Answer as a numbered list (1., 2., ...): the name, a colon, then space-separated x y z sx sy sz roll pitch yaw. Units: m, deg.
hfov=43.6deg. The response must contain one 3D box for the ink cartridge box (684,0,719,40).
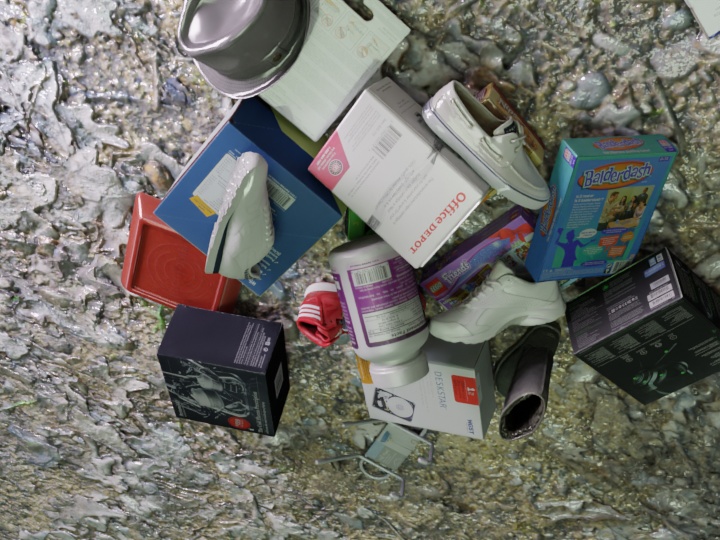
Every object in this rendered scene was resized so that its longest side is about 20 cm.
1. ink cartridge box: 0.418 -0.388 0.973 0.197 0.047 0.200 -28 116 29

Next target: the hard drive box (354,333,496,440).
1. hard drive box: 0.104 0.170 1.422 0.198 0.077 0.157 6 130 25

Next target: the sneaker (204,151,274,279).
1. sneaker: -0.145 -0.069 1.177 0.080 0.077 0.201 16 133 -11

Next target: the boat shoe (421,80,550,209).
1. boat shoe: 0.171 -0.159 1.124 0.200 0.071 0.070 41 126 -6

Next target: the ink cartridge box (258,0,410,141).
1. ink cartridge box: -0.057 -0.293 1.178 0.162 0.057 0.200 38 109 -14

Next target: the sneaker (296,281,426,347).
1. sneaker: -0.003 0.078 1.381 0.198 0.116 0.079 -2 126 18

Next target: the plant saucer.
1. plant saucer: -0.288 -0.006 1.448 0.198 0.037 0.201 22 128 -1

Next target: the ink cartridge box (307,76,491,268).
1. ink cartridge box: 0.054 -0.125 1.168 0.200 0.083 0.147 42 122 1

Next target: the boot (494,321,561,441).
1. boot: 0.239 0.183 1.340 0.072 0.201 0.183 20 128 0

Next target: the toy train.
1. toy train: 0.000 0.000 1.317 0.056 0.042 0.202 2 96 -1

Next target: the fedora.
1. fedora: -0.159 -0.311 1.110 0.199 0.090 0.178 -29 83 25

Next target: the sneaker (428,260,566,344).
1. sneaker: 0.185 0.037 1.266 0.198 0.078 0.100 -17 109 -7

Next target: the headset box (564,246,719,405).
1. headset box: 0.418 0.087 1.262 0.199 0.093 0.174 32 129 -31

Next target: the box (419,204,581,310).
1. box: 0.204 0.006 1.321 0.137 0.039 0.199 43 125 -18

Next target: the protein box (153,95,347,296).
1. protein box: -0.143 -0.112 1.266 0.198 0.135 0.200 39 126 -15

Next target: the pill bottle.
1. pill bottle: 0.032 0.056 1.248 0.111 0.112 0.202 -11 101 22

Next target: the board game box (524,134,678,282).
1. board game box: 0.313 -0.080 1.185 0.151 0.045 0.201 -5 130 -18

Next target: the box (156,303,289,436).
1. box: -0.221 0.168 1.488 0.180 0.105 0.201 10 141 9

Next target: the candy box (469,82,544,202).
1. candy box: 0.135 -0.146 1.217 0.199 0.055 0.115 -33 110 33

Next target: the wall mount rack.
1. wall mount rack: 0.027 0.316 1.575 0.173 0.075 0.201 27 127 -6
